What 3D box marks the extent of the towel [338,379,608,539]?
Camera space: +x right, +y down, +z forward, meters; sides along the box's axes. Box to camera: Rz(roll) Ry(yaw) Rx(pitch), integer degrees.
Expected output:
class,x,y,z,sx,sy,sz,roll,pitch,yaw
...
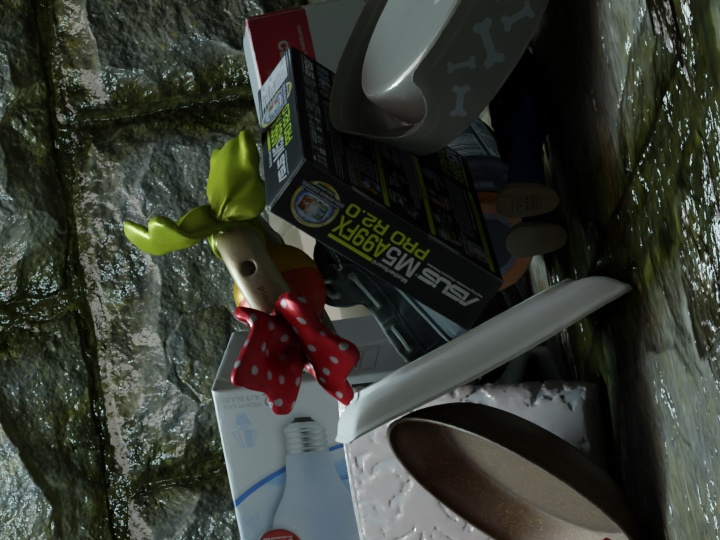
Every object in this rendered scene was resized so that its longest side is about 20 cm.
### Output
class,x,y,z,sx,sy,sz,roll,pitch,yaw
towel,0.089,0.172,1.443,0.032,0.198,0.193,-33,-64,-61

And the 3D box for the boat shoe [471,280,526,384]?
class,x,y,z,sx,sy,sz,roll,pitch,yaw
boat shoe,0.116,0.073,1.624,0.064,0.070,0.202,-134,27,-84

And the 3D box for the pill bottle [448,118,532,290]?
class,x,y,z,sx,sy,sz,roll,pitch,yaw
pill bottle,0.080,-0.049,1.544,0.200,0.105,0.107,-110,12,-69

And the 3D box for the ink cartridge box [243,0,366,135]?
class,x,y,z,sx,sy,sz,roll,pitch,yaw
ink cartridge box,0.012,-0.169,1.576,0.146,0.198,0.084,152,105,-86

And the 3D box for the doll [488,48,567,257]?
class,x,y,z,sx,sy,sz,roll,pitch,yaw
doll,0.109,-0.112,1.402,0.137,0.048,0.201,72,-170,-48

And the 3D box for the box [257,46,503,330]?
class,x,y,z,sx,sy,sz,roll,pitch,yaw
box,0.010,-0.059,1.347,0.044,0.160,0.200,-51,20,19

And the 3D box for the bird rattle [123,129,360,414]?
class,x,y,z,sx,sy,sz,roll,pitch,yaw
bird rattle,-0.054,0.010,1.349,0.200,0.113,0.163,50,-174,20

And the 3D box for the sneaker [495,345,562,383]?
class,x,y,z,sx,sy,sz,roll,pitch,yaw
sneaker,0.134,0.149,1.494,0.092,0.075,0.201,96,163,-59

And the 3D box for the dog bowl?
class,x,y,z,sx,sy,sz,roll,pitch,yaw
dog bowl,0.057,-0.164,1.292,0.200,0.058,0.201,-51,21,29

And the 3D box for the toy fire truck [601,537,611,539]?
class,x,y,z,sx,sy,sz,roll,pitch,yaw
toy fire truck,0.136,0.267,1.318,0.201,0.049,0.141,-61,-14,9

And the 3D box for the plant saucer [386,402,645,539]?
class,x,y,z,sx,sy,sz,roll,pitch,yaw
plant saucer,0.111,0.143,1.333,0.037,0.199,0.201,-58,-12,-20

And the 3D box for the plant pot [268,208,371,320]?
class,x,y,z,sx,sy,sz,roll,pitch,yaw
plant pot,0.023,0.021,1.718,0.200,0.198,0.175,90,176,-66

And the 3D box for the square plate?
class,x,y,z,sx,sy,sz,roll,pitch,yaw
square plate,0.070,0.055,1.307,0.029,0.197,0.200,62,175,3

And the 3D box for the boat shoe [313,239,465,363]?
class,x,y,z,sx,sy,sz,roll,pitch,yaw
boat shoe,0.000,0.000,1.420,0.200,0.071,0.072,45,-172,-30

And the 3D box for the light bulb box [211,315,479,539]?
class,x,y,z,sx,sy,sz,roll,pitch,yaw
light bulb box,0.002,0.150,1.566,0.125,0.196,0.202,-74,-25,-69
